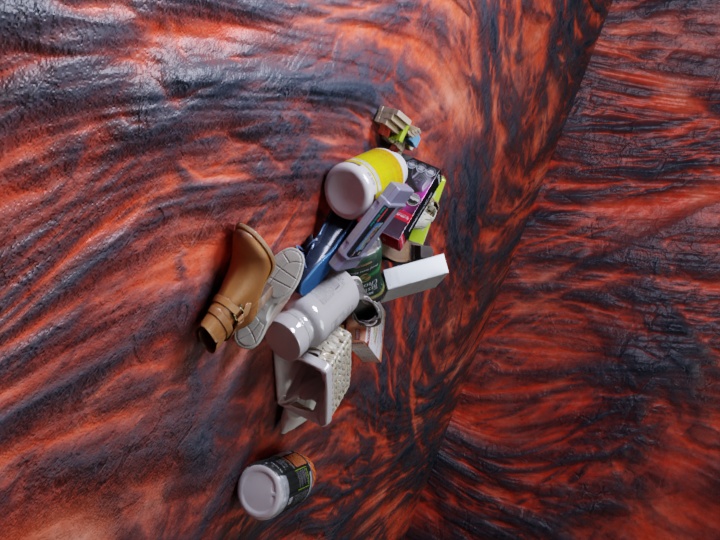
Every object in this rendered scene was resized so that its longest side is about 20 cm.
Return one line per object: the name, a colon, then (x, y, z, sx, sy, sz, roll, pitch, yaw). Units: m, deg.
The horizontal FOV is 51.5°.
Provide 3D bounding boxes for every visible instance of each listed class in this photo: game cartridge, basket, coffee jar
game cartridge: (0.023, -0.084, 1.454, 0.201, 0.038, 0.129, -52, 174, 15)
basket: (-0.099, 0.210, 1.596, 0.124, 0.133, 0.203, -52, 156, -41)
coffee jar: (0.000, 0.000, 1.644, 0.102, 0.086, 0.202, -21, 146, -9)

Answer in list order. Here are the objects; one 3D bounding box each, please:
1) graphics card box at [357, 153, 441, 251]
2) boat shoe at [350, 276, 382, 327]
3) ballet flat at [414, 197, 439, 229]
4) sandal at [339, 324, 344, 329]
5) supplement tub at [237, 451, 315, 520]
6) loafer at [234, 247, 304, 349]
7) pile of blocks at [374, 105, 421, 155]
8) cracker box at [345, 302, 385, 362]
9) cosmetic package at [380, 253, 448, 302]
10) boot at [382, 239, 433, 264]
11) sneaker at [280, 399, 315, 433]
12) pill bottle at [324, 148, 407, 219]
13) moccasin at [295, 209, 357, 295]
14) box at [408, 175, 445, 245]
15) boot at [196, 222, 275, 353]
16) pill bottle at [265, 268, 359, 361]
graphics card box: (0.082, -0.157, 1.645, 0.202, 0.123, 0.051, -57, 157, -19)
boat shoe: (0.005, 0.087, 1.636, 0.066, 0.058, 0.201, -23, 144, 5)
ballet flat: (0.141, -0.134, 1.738, 0.071, 0.065, 0.200, -62, 171, 31)
sandal: (-0.066, 0.155, 1.718, 0.081, 0.054, 0.204, -36, 144, -53)
supplement tub: (-0.184, 0.482, 1.695, 0.125, 0.121, 0.199, -67, 159, 5)
loafer: (-0.165, 0.049, 1.360, 0.203, 0.071, 0.063, -59, 176, -1)
pile of blocks: (0.083, -0.276, 1.576, 0.063, 0.081, 0.200, -64, 160, -2)
cracker box: (0.015, 0.135, 1.829, 0.200, 0.056, 0.138, 57, 37, -66)
cosmetic package: (0.120, 0.021, 1.778, 0.200, 0.147, 0.053, 108, -32, -78)
boot: (0.073, -0.049, 1.755, 0.196, 0.145, 0.072, 14, 82, -27)
sneaker: (-0.124, 0.312, 1.750, 0.199, 0.075, 0.090, -30, 153, -49)
pill bottle: (0.019, -0.179, 1.486, 0.199, 0.107, 0.112, -34, 144, -54)
moccasin: (-0.081, -0.039, 1.459, 0.201, 0.067, 0.081, -54, 165, -29)
box: (0.164, -0.148, 1.918, 0.122, 0.047, 0.205, -71, 180, -78)
boot: (-0.214, 0.032, 1.218, 0.156, 0.076, 0.202, -47, 160, -31)
pill bottle: (-0.097, 0.085, 1.481, 0.200, 0.113, 0.116, -44, 151, -44)
